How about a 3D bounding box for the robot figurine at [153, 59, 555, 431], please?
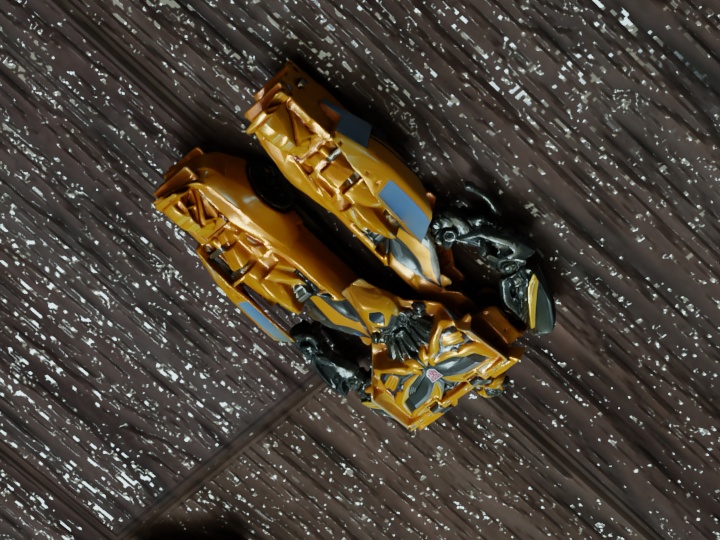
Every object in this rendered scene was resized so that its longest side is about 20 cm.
[{"bbox_3d":[0.000,0.000,0.968,0.200,0.058,0.145,43,123,-14],"label":"robot figurine"}]
